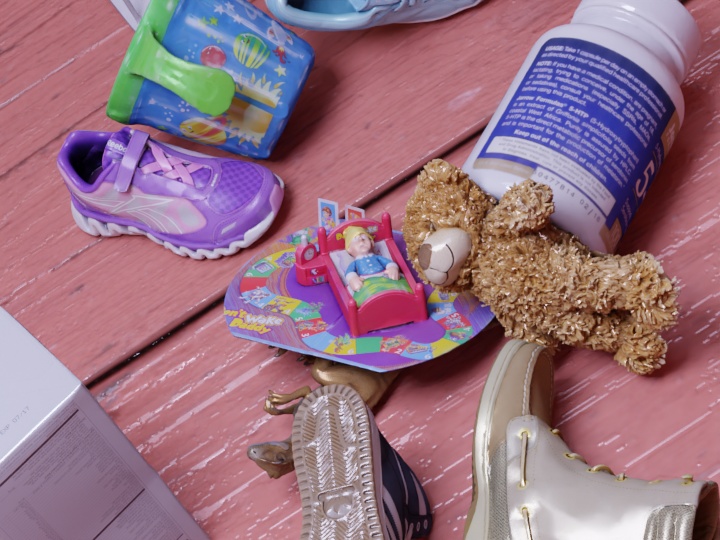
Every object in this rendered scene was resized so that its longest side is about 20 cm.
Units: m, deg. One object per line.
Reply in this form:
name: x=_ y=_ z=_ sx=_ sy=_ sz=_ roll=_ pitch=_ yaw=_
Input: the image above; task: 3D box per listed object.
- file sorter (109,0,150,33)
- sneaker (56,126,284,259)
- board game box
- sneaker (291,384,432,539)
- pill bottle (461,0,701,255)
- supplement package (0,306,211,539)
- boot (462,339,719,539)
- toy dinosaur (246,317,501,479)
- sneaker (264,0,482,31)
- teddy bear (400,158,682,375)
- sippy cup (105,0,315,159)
file sorter: x=-0.159 y=-0.326 z=1.810 sx=0.199 sy=0.125 sz=0.139 roll=-37 pitch=46 yaw=-3
sneaker: x=-0.153 y=-0.068 z=1.625 sx=0.199 sy=0.089 sz=0.081 roll=7 pitch=56 yaw=30
board game box: x=0.000 y=0.000 z=1.474 sx=0.199 sy=0.039 sz=0.158 roll=12 pitch=37 yaw=29
sneaker: x=0.001 y=0.182 z=1.336 sx=0.070 sy=0.109 sz=0.201 roll=-11 pitch=56 yaw=17
pill bottle: x=0.153 y=-0.098 z=1.465 sx=0.119 sy=0.120 sz=0.201 roll=14 pitch=62 yaw=35
supplement package: x=-0.205 y=0.141 z=1.406 sx=0.114 sy=0.200 sz=0.109 roll=-43 pitch=48 yaw=-11
boot: x=0.146 y=0.130 z=1.318 sx=0.154 sy=0.073 sz=0.201 roll=-6 pitch=54 yaw=24
toy dinosaur: x=-0.002 y=0.073 z=1.468 sx=0.200 sy=0.061 sz=0.106 roll=-37 pitch=57 yaw=-17
sneaker: x=0.025 y=-0.216 z=1.629 sx=0.198 sy=0.075 sz=0.082 roll=-13 pitch=17 yaw=1
teddy bear: x=0.112 y=0.005 z=1.376 sx=0.199 sy=0.145 sz=0.067 roll=33 pitch=63 yaw=0
sippy cup: x=-0.108 y=-0.152 z=1.626 sx=0.130 sy=0.140 sz=0.179 roll=25 pitch=48 yaw=-3
